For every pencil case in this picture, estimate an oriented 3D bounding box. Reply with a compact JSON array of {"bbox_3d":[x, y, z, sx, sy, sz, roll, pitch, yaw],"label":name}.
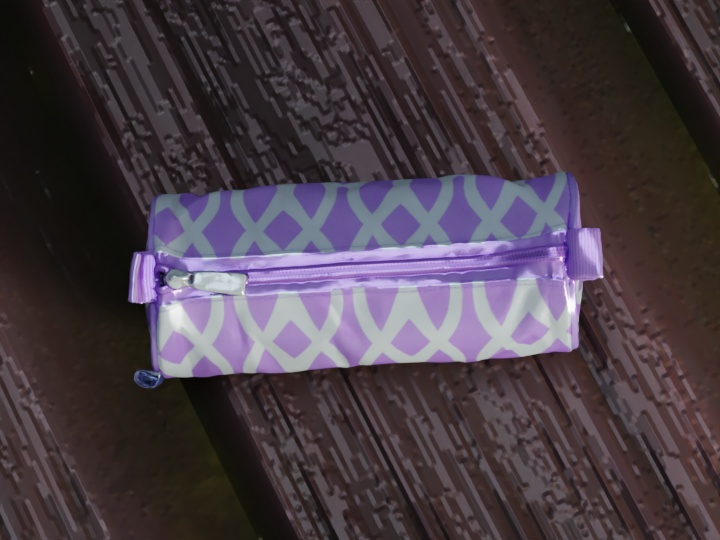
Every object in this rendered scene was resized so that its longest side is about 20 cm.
[{"bbox_3d":[0.000,0.000,1.036,0.198,0.086,0.085,-5,77,1],"label":"pencil case"}]
